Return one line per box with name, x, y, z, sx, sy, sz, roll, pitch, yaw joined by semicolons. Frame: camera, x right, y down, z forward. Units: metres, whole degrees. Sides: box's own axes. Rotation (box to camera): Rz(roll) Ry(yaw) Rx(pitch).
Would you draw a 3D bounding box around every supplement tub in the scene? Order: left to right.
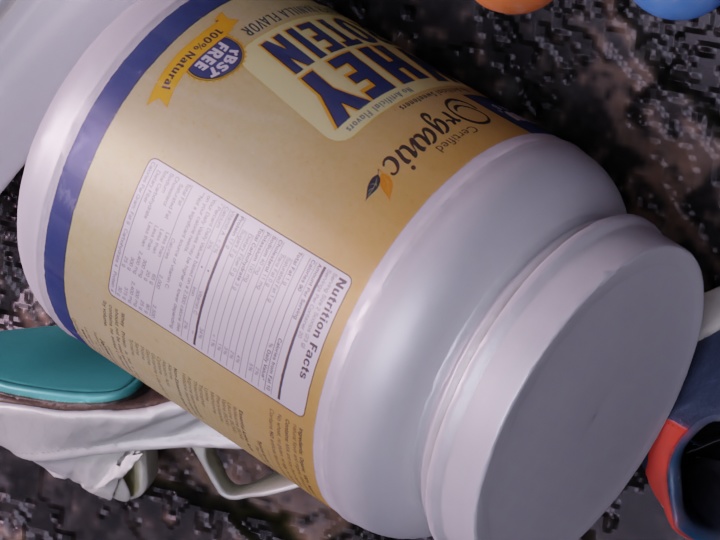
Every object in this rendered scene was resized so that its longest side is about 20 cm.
supplement tub;0.000;0.000;1.006;0.200;0.144;0.145;31;112;27

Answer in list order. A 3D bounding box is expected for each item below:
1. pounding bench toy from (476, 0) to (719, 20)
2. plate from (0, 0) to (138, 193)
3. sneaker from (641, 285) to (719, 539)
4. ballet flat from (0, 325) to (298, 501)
pounding bench toy;0.047;-0.166;0.991;0.199;0.124;0.157;4;104;19
plate;-0.165;-0.123;1.085;0.200;0.032;0.200;-47;60;23
sneaker;0.170;0.029;0.996;0.200;0.075;0.085;-37;48;40
ballet flat;-0.069;0.056;1.122;0.199;0.069;0.070;-3;102;17
